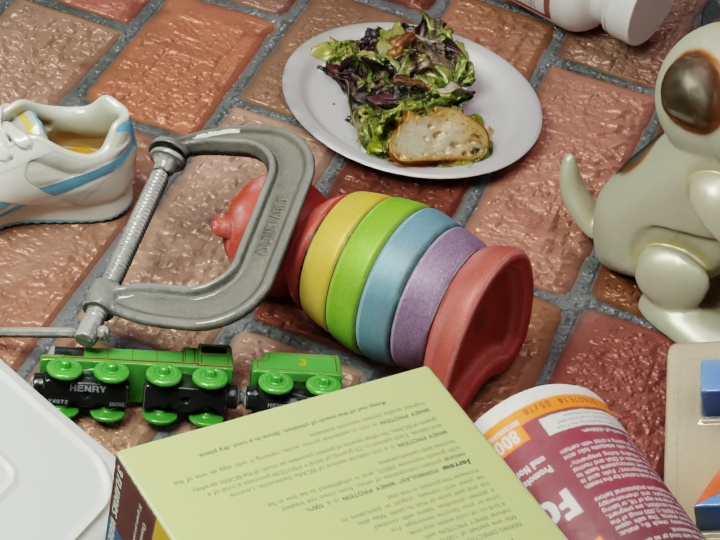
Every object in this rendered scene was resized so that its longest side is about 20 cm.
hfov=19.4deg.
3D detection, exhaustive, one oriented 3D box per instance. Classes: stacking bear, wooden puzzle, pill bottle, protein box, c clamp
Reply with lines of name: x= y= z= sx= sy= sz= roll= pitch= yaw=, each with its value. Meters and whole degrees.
stacking bear: x=0.000 y=0.000 z=1.371 sx=0.200 sy=0.114 sz=0.121 roll=24 pitch=41 yaw=22
wooden puzzle: x=0.279 y=0.101 z=1.303 sx=0.185 sy=0.046 sz=0.200 roll=-4 pitch=42 yaw=14
pill bottle: x=0.137 y=0.169 z=1.190 sx=0.114 sy=0.114 sz=0.200 roll=-11 pitch=43 yaw=-25
protein box: x=-0.006 y=0.184 z=1.120 sx=0.198 sy=0.135 sz=0.200 roll=-14 pitch=45 yaw=-29
c clamp: x=-0.123 y=-0.026 z=1.344 sx=0.171 sy=0.027 sz=0.200 roll=8 pitch=51 yaw=24
pill bottle: x=0.158 y=-0.264 z=1.717 sx=0.200 sy=0.112 sz=0.112 roll=31 pitch=43 yaw=22

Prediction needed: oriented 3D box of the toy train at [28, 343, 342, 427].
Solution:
toy train: x=-0.105 y=0.069 z=1.312 sx=0.200 sy=0.042 sz=0.056 roll=4 pitch=29 yaw=-8

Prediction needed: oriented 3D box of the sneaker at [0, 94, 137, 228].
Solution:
sneaker: x=-0.247 y=-0.071 z=1.413 sx=0.200 sy=0.081 sz=0.077 roll=-13 pitch=46 yaw=-25

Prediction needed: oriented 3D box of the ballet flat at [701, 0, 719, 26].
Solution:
ballet flat: x=0.341 y=-0.171 z=1.684 sx=0.073 sy=0.073 sz=0.200 roll=-12 pitch=45 yaw=-26

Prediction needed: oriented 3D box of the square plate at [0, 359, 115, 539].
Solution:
square plate: x=-0.231 y=0.118 z=1.175 sx=0.198 sy=0.028 sz=0.200 roll=42 pitch=42 yaw=1

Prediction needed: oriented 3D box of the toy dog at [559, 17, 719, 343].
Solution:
toy dog: x=0.242 y=-0.077 z=1.442 sx=0.194 sy=0.200 sz=0.140 roll=35 pitch=44 yaw=26

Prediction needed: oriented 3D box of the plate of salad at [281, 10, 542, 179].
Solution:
plate of salad: x=0.041 y=-0.138 z=1.589 sx=0.200 sy=0.048 sz=0.200 roll=6 pitch=40 yaw=-5
